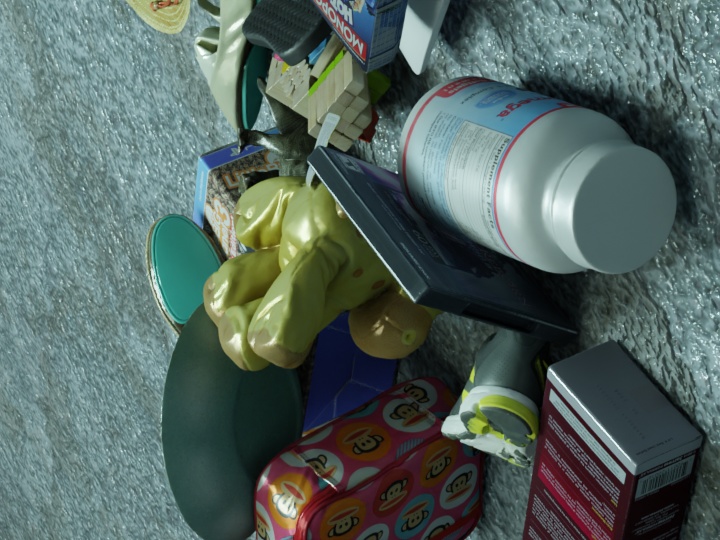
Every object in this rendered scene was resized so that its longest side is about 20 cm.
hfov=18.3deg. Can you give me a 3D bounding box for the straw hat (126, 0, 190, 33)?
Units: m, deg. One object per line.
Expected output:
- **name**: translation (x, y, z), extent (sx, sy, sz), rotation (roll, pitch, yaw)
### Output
- **straw hat**: translation (-0.164, -0.306, 1.888), extent (0.201, 0.085, 0.202), rotation (46, 152, 34)

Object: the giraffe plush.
- **giraffe plush**: translation (0.000, 0.000, 1.693), extent (0.201, 0.162, 0.173), rotation (-58, 30, 15)

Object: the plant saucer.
- **plant saucer**: translation (-0.088, 0.117, 1.765), extent (0.039, 0.201, 0.202), rotation (-1, 114, 27)

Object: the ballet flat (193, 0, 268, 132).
- **ballet flat**: translation (-0.107, -0.204, 1.868), extent (0.070, 0.069, 0.201), rotation (50, 145, 35)

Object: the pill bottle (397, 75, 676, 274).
- **pill bottle**: translation (0.116, -0.060, 1.475), extent (0.200, 0.108, 0.109), rotation (25, 132, 56)

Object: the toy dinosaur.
- **toy dinosaur**: translation (-0.045, -0.077, 1.826), extent (0.200, 0.102, 0.077), rotation (-115, 30, -44)

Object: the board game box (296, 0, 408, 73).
- **board game box**: translation (-0.017, -0.246, 1.570), extent (0.200, 0.061, 0.200), rotation (55, 155, 30)

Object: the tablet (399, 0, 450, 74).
- **tablet**: translation (0.007, -0.251, 1.607), extent (0.201, 0.014, 0.130), rotation (60, 156, 22)

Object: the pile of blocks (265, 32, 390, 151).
- **pile of blocks**: translation (-0.014, -0.145, 1.752), extent (0.062, 0.082, 0.200), rotation (30, -174, -22)

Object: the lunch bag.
- **lunch bag**: translation (0.008, 0.194, 1.799), extent (0.082, 0.199, 0.177), rotation (39, 144, 36)

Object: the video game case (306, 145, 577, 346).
- **video game case**: translation (0.060, -0.015, 1.567), extent (0.019, 0.200, 0.143), rotation (-48, 57, 18)

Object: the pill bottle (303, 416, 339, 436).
- **pill bottle**: translation (-0.047, 0.175, 2.008), extent (0.112, 0.112, 0.201), rotation (41, 145, 46)

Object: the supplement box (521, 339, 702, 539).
- **supplement box**: translation (0.176, 0.160, 1.592), extent (0.109, 0.061, 0.201), rotation (50, 149, 36)

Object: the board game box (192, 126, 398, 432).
- **board game box**: translation (-0.054, 0.005, 1.900), extent (0.200, 0.097, 0.160), rotation (53, 152, 30)

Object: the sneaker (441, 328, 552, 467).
- **sneaker**: translation (0.113, 0.093, 1.672), extent (0.074, 0.085, 0.200), rotation (21, 168, 0)

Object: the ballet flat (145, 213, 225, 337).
- **ballet flat**: translation (-0.127, 0.048, 1.894), extent (0.065, 0.070, 0.201), rotation (98, 149, -72)

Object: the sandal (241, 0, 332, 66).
- **sandal**: translation (-0.045, -0.187, 1.719), extent (0.045, 0.075, 0.200), rotation (42, -173, -21)
